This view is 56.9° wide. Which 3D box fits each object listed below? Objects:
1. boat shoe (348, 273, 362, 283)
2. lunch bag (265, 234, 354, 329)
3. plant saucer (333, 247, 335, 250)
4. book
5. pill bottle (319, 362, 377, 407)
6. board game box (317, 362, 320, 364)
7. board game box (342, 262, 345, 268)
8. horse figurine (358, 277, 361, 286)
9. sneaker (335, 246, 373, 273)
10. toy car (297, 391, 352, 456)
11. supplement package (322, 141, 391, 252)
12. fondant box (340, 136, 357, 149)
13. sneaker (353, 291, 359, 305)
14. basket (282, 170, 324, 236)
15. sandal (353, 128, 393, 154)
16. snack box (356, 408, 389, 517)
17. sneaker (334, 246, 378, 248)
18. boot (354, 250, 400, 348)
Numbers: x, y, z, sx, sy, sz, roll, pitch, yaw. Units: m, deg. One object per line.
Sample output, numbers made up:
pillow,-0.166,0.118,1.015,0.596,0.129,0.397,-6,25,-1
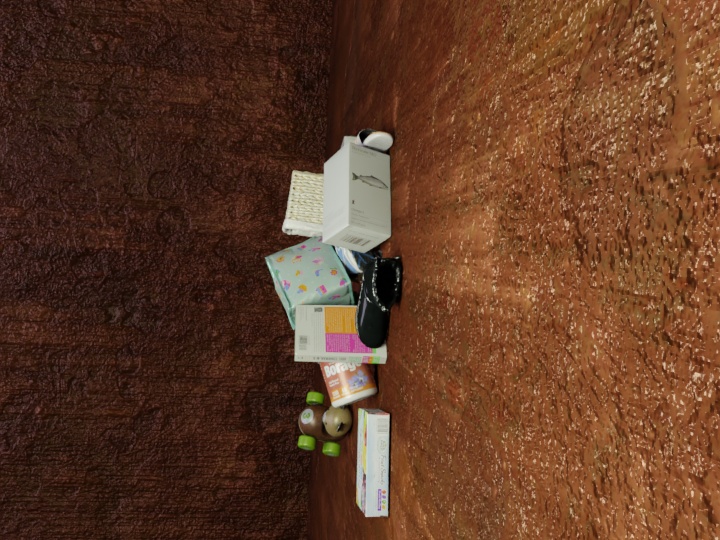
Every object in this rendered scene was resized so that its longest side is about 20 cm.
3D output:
boat shoe,0.000,0.000,1.703,0.072,0.065,0.200,-52,11,1
lunch bag,-0.125,0.015,1.592,0.123,0.168,0.201,80,164,-53
plant saucer,-0.092,-0.004,1.792,0.035,0.200,0.201,46,157,13
book,-0.045,0.140,1.460,0.048,0.197,0.135,102,169,-46
pill bottle,-0.041,0.205,1.540,0.112,0.111,0.203,117,135,-72
board game box,-0.073,0.137,1.859,0.199,0.043,0.203,119,159,-60
board game box,-0.082,0.049,1.729,0.159,0.038,0.202,-83,12,-52
horse figurine,0.012,0.122,1.611,0.133,0.049,0.203,105,169,-83
sneaker,-0.041,-0.083,1.561,0.077,0.075,0.203,-29,79,53
toy car,-0.087,0.435,1.945,0.200,0.156,0.166,130,154,-59
supplement package,-0.009,-0.161,1.488,0.117,0.116,0.203,-29,55,53
fondant box,-0.035,-0.301,2.087,0.144,0.057,0.203,135,138,-79
sneaker,-0.049,0.128,1.689,0.083,0.077,0.201,-23,25,41
basket,-0.112,-0.175,1.843,0.198,0.197,0.164,175,100,-83
sandal,0.032,-0.301,1.538,0.206,0.078,0.060,157,117,-72
snack box,0.025,0.396,1.390,0.142,0.052,0.203,128,144,-79
sneaker,-0.016,-0.089,1.645,0.199,0.113,0.082,127,144,-75
boot,0.039,0.064,1.359,0.162,0.072,0.202,169,104,-80
